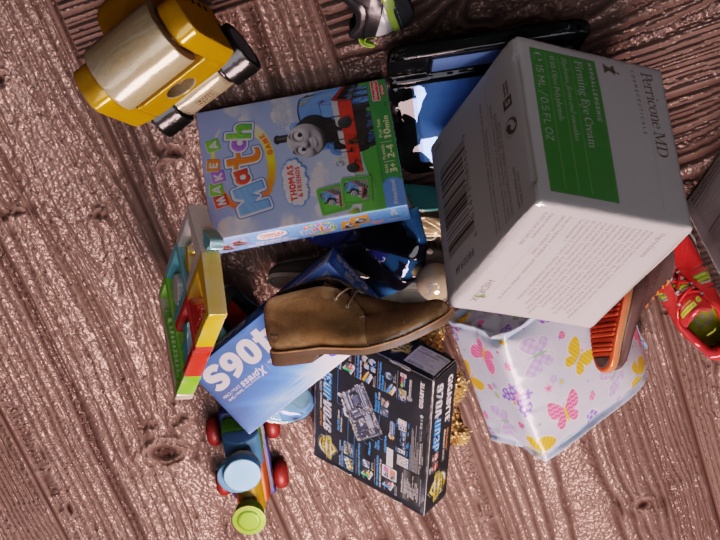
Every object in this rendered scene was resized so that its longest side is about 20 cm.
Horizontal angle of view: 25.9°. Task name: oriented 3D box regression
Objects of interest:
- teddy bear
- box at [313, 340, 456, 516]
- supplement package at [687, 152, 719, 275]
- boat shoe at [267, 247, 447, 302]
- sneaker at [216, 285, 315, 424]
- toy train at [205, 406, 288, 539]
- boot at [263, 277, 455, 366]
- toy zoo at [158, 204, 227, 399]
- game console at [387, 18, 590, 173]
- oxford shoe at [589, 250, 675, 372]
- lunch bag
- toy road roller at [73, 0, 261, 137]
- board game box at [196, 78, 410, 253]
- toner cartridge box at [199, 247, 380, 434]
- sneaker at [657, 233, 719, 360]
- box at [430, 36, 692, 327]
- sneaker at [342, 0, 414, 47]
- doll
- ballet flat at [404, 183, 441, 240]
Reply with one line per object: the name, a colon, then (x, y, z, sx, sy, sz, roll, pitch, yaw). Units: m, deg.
teddy bear: (0.058, 0.119, 1.729, 0.145, 0.067, 0.200, 19, 136, 20)
box: (0.023, 0.153, 1.711, 0.159, 0.046, 0.200, 25, 132, 29)
supplement package: (0.428, -0.048, 1.619, 0.109, 0.200, 0.114, 24, 114, -14)
boat shoe: (0.000, 0.000, 1.710, 0.200, 0.057, 0.067, 4, 155, -2)
sneaker: (-0.114, 0.093, 1.711, 0.090, 0.078, 0.200, -11, 127, 48)
toy train: (-0.124, 0.263, 1.795, 0.085, 0.116, 0.200, -7, 117, 1)
boot: (-0.006, 0.043, 1.554, 0.200, 0.074, 0.076, -10, 98, 21)
toy zoo: (-0.169, 0.026, 1.586, 0.020, 0.131, 0.200, -1, 148, -20)
game console: (0.133, -0.173, 1.591, 0.200, 0.176, 0.117, -9, 89, 1)
oxford shoe: (0.293, 0.014, 1.636, 0.072, 0.071, 0.200, 18, 82, -19)
lunch bag: (0.216, 0.081, 1.713, 0.200, 0.127, 0.170, -33, 116, -23)
toy road roller: (-0.202, -0.226, 1.509, 0.123, 0.200, 0.146, -36, 77, 13)
board game box: (-0.060, -0.107, 1.599, 0.200, 0.151, 0.037, -11, 156, 3)
toner cartridge box: (-0.073, 0.075, 1.640, 0.200, 0.043, 0.095, -39, 102, 19)
sneaker: (0.355, 0.017, 1.713, 0.077, 0.085, 0.200, -35, 113, 13)
box: (0.191, -0.082, 1.541, 0.171, 0.199, 0.200, 10, 146, -22)
sneaker: (-0.017, -0.307, 1.535, 0.083, 0.072, 0.200, -23, 116, 10)
doll: (0.010, -0.027, 1.628, 0.200, 0.048, 0.137, 29, 121, 14)
ballet flat: (0.095, -0.059, 1.681, 0.200, 0.071, 0.065, 5, 141, -2)
